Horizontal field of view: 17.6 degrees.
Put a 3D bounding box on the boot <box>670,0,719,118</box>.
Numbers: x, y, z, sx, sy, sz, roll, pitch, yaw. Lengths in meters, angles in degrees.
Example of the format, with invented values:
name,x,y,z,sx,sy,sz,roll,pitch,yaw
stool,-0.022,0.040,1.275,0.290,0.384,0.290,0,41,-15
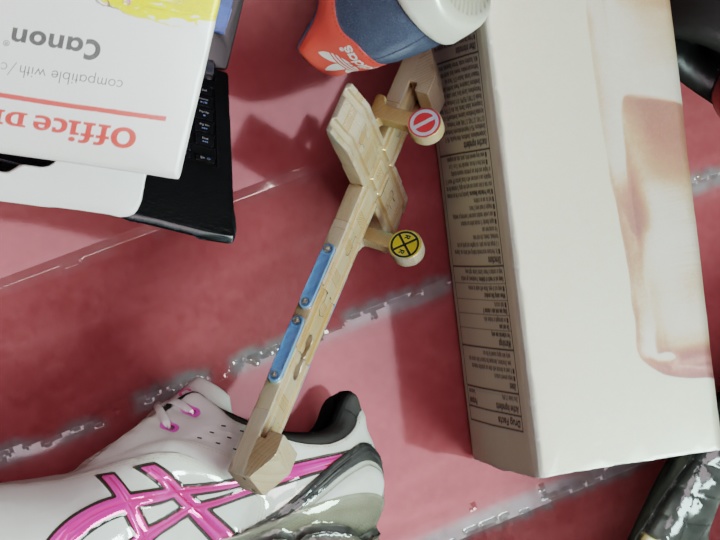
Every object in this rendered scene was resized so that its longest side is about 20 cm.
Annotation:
name,x,y,z,sx,sy,sz,roll,pitch,yaw
boot,0.226,-0.103,1.027,0.199,0.072,0.145,20,64,-7

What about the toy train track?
name,x,y,z,sx,sy,sz,roll,pitch,yaw
toy train track,0.000,0.000,0.956,0.032,0.115,0.200,17,71,20

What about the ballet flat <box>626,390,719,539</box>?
name,x,y,z,sx,sy,sz,roll,pitch,yaw
ballet flat,0.181,0.072,1.035,0.057,0.066,0.200,39,78,6

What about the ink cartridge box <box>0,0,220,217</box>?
name,x,y,z,sx,sy,sz,roll,pitch,yaw
ink cartridge box,-0.109,-0.104,0.813,0.116,0.068,0.201,7,113,-15

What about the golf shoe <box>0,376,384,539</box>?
name,x,y,z,sx,sy,sz,roll,pitch,yaw
golf shoe,-0.086,0.092,0.969,0.199,0.073,0.092,1,81,-24

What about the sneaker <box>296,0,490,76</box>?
name,x,y,z,sx,sy,sz,roll,pitch,yaw
sneaker,-0.005,-0.167,0.968,0.075,0.084,0.201,36,38,-43

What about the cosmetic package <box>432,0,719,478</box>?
name,x,y,z,sx,sy,sz,roll,pitch,yaw
cosmetic package,0.089,-0.019,0.996,0.087,0.103,0.201,-7,93,-14

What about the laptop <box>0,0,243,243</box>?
name,x,y,z,sx,sy,sz,roll,pitch,yaw
laptop,-0.123,-0.124,0.938,0.177,0.200,0.103,14,123,-14
